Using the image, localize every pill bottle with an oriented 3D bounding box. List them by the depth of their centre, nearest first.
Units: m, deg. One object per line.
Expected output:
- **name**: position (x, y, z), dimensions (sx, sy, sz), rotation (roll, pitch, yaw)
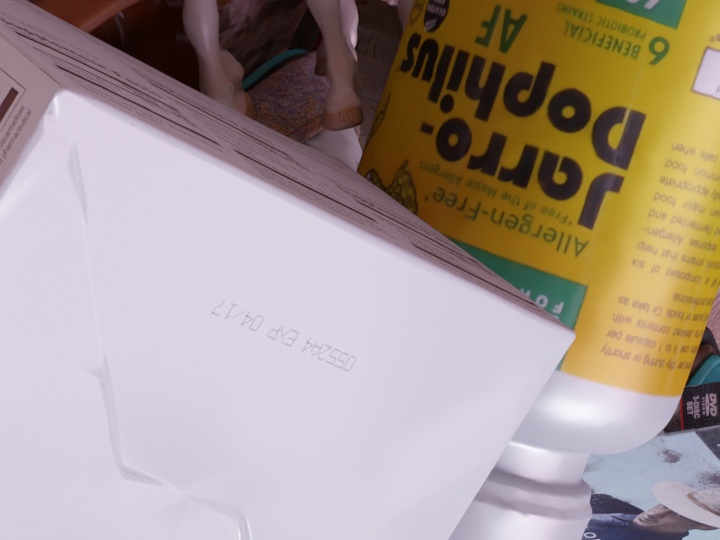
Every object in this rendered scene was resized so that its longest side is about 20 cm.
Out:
- **pill bottle**: position (0.052, -0.016, 0.844), dimensions (0.113, 0.113, 0.200), rotation (-5, 115, -75)

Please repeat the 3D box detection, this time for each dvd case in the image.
- **dvd case**: position (0.066, 0.092, 1.078), dimensions (0.146, 0.200, 0.022), rotation (46, 39, -53)

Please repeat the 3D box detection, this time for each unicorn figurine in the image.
- **unicorn figurine**: position (-0.017, -0.113, 0.853), dimensions (0.200, 0.074, 0.138), rotation (-83, 167, -73)

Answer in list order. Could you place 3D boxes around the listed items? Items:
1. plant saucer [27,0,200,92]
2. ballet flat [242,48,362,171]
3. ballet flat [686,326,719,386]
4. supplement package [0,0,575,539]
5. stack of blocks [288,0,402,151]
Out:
- **plant saucer**: position (-0.113, -0.007, 0.861), dimensions (0.200, 0.032, 0.200), rotation (-54, 168, -16)
- **ballet flat**: position (-0.036, -0.015, 0.906), dimensions (0.200, 0.067, 0.068), rotation (-38, 159, -58)
- **ballet flat**: position (0.114, 0.056, 1.136), dimensions (0.068, 0.068, 0.200), rotation (-54, 158, -14)
- **supplement package**: position (-0.074, 0.029, 0.725), dimensions (0.200, 0.111, 0.156), rotation (25, 99, -48)
- **stack of blocks**: position (0.000, 0.000, 1.013), dimensions (0.200, 0.058, 0.115), rotation (-103, -145, -57)
